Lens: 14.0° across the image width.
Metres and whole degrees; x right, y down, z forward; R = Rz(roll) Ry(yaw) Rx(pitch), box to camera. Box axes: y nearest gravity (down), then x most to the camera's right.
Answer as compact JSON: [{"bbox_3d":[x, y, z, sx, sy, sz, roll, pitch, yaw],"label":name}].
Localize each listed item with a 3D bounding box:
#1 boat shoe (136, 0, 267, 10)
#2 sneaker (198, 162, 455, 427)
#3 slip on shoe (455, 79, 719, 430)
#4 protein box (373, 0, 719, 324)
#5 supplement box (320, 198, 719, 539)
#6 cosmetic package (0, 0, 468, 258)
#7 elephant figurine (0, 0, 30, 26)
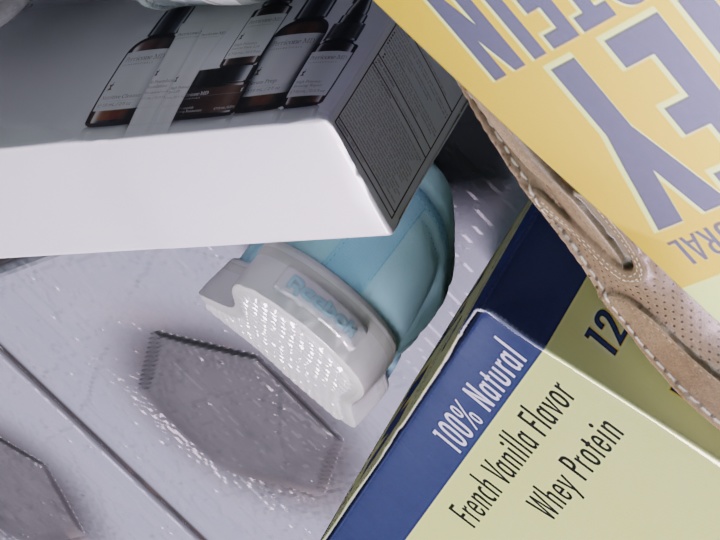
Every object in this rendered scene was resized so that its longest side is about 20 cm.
[{"bbox_3d":[-0.096,-0.151,0.848,0.064,0.075,0.202,-9,137,43],"label":"boat shoe"},{"bbox_3d":[0.000,0.000,0.980,0.074,0.082,0.200,42,172,-6],"label":"sneaker"},{"bbox_3d":[0.081,-0.024,0.738,0.076,0.061,0.201,-38,81,17],"label":"slip on shoe"},{"bbox_3d":[0.106,-0.118,0.580,0.198,0.201,0.135,42,148,-15],"label":"protein box"},{"bbox_3d":[0.118,0.058,0.881,0.199,0.135,0.200,32,149,1],"label":"supplement box"},{"bbox_3d":[-0.063,-0.051,0.929,0.199,0.083,0.051,-3,130,37],"label":"cosmetic package"},{"bbox_3d":[-0.204,-0.123,0.934,0.199,0.142,0.156,-4,119,37],"label":"elephant figurine"}]
